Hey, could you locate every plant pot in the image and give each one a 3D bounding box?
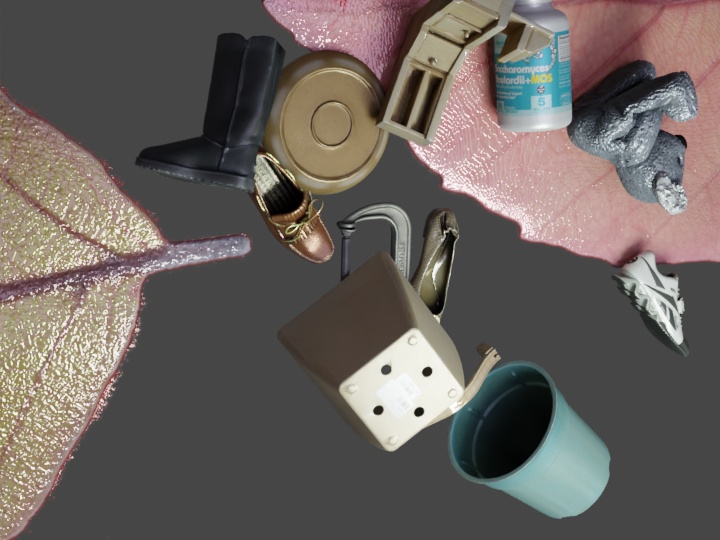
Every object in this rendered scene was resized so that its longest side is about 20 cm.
[{"bbox_3d":[-0.043,-0.204,1.738,0.199,0.027,0.202,-6,104,-23],"label":"plant pot"},{"bbox_3d":[0.269,0.271,1.908,0.196,0.200,0.201,38,84,-35],"label":"plant pot"},{"bbox_3d":[0.034,0.130,1.740,0.200,0.177,0.200,-38,116,-1],"label":"plant pot"}]

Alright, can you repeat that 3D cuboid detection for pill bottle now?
[{"bbox_3d":[0.247,-0.306,1.806,0.110,0.111,0.202,-11,105,-23],"label":"pill bottle"}]

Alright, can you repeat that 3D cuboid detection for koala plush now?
[{"bbox_3d":[0.423,-0.184,1.892,0.183,0.177,0.201,-31,113,-3],"label":"koala plush"}]

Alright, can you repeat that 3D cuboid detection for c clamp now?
[{"bbox_3d":[0.000,0.000,1.803,0.170,0.027,0.202,2,101,-25],"label":"c clamp"}]

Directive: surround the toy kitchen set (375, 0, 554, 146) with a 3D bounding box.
[{"bbox_3d":[0.148,-0.264,1.685,0.162,0.200,0.182,22,81,-13],"label":"toy kitchen set"}]

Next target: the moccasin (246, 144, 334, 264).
[{"bbox_3d":[-0.097,-0.088,1.707,0.073,0.078,0.202,-36,117,-13],"label":"moccasin"}]

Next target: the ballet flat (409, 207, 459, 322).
[{"bbox_3d":[0.111,0.008,1.842,0.067,0.046,0.202,7,98,-41],"label":"ballet flat"}]

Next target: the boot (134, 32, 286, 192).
[{"bbox_3d":[-0.196,-0.214,1.634,0.163,0.066,0.202,11,87,5],"label":"boot"}]

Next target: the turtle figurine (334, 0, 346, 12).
[{"bbox_3d":[0.005,-0.428,1.676,0.199,0.101,0.150,-21,69,-21],"label":"turtle figurine"}]

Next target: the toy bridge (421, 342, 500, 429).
[{"bbox_3d":[0.134,0.188,1.885,0.200,0.067,0.027,-40,115,-13],"label":"toy bridge"}]

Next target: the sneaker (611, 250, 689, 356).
[{"bbox_3d":[0.494,0.053,2.020,0.088,0.074,0.200,-43,116,-9],"label":"sneaker"}]
